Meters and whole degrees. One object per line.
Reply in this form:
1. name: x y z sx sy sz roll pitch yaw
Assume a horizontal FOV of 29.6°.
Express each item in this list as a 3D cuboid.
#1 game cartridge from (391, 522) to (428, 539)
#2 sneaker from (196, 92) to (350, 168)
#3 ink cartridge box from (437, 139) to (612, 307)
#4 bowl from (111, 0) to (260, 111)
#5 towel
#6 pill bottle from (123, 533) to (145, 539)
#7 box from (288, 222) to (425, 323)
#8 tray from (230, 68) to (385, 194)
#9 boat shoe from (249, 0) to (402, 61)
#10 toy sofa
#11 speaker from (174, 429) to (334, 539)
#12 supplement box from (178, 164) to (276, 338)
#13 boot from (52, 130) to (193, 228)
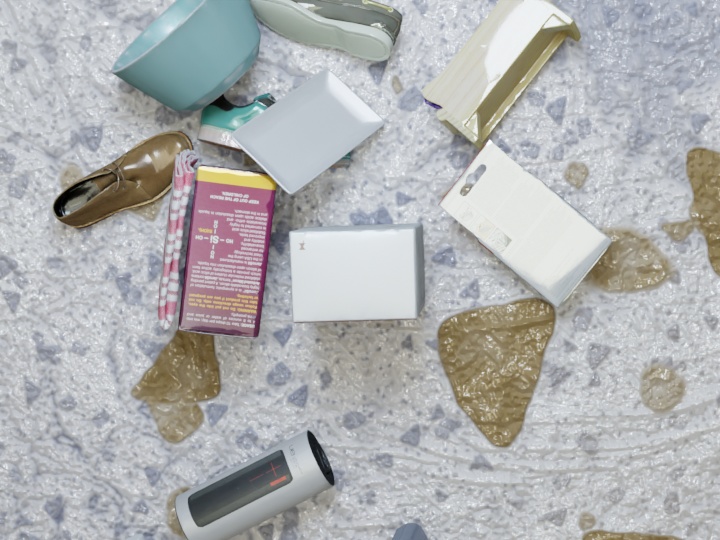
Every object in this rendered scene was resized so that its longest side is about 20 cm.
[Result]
1. game cartridge: 0.093 0.421 1.708 0.040 0.133 0.202 -24 91 6
2. sneaker: -0.104 -0.181 1.719 0.197 0.071 0.081 13 89 -1
3. ink cartridge box: 0.204 -0.060 1.703 0.199 0.050 0.109 40 97 -2
4. bowl: -0.200 -0.272 1.676 0.200 0.201 0.105 -38 109 6
5. towel: -0.227 -0.040 1.689 0.029 0.146 0.203 7 105 -9
6. pill bottle: -0.272 0.447 1.757 0.103 0.104 0.202 -24 92 6
7. box: 0.000 0.000 1.656 0.150 0.200 0.108 -1 94 6
8. tray: -0.065 -0.169 1.678 0.107 0.200 0.022 44 139 7
9. boat shoe: -0.044 -0.321 1.708 0.199 0.072 0.061 19 67 14
10. toy sofa: 0.173 -0.251 1.683 0.097 0.083 0.201 40 96 17
11. speaker: -0.134 0.282 1.748 0.198 0.081 0.082 -27 91 6
12. supplement box: -0.165 -0.026 1.698 0.102 0.131 0.203 7 93 -7
13. boot: -0.303 -0.114 1.740 0.198 0.075 0.074 -30 86 4
